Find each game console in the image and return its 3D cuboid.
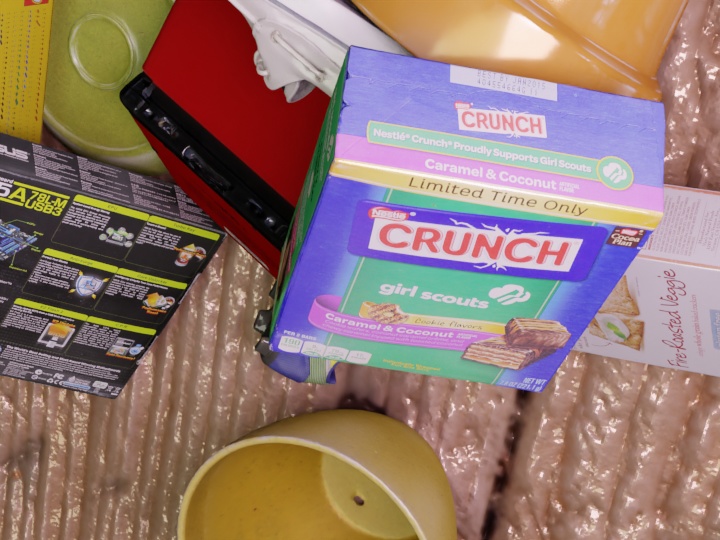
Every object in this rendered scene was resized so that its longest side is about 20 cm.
[{"bbox_3d":[-0.052,-0.085,1.011,0.200,0.119,0.173,42,169,33],"label":"game console"}]

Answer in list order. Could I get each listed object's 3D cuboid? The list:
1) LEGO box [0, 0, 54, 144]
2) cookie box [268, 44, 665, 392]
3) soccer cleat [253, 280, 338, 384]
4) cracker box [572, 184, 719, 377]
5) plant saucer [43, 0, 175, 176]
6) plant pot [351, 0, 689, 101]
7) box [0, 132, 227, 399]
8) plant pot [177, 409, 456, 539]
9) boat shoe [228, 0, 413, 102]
[{"bbox_3d":[-0.298,-0.164,1.114,0.148,0.077,0.202,32,123,34],"label":"LEGO box"},{"bbox_3d":[0.050,-0.020,0.832,0.169,0.076,0.200,9,148,-8],"label":"cookie box"},{"bbox_3d":[0.000,0.000,1.085,0.083,0.065,0.201,25,119,-20],"label":"soccer cleat"},{"bbox_3d":[0.173,0.004,0.956,0.198,0.058,0.134,10,152,22],"label":"cracker box"},{"bbox_3d":[-0.179,-0.160,1.111,0.198,0.031,0.202,9,113,22],"label":"plant saucer"},{"bbox_3d":[0.115,-0.189,0.878,0.200,0.200,0.184,37,106,7],"label":"plant pot"},{"bbox_3d":[-0.227,0.001,1.122,0.199,0.048,0.194,15,126,-31],"label":"box"},{"bbox_3d":[-0.010,0.178,1.103,0.198,0.142,0.202,10,115,22],"label":"plant pot"},{"bbox_3d":[-0.029,-0.127,0.880,0.199,0.072,0.066,33,103,3],"label":"boat shoe"}]
